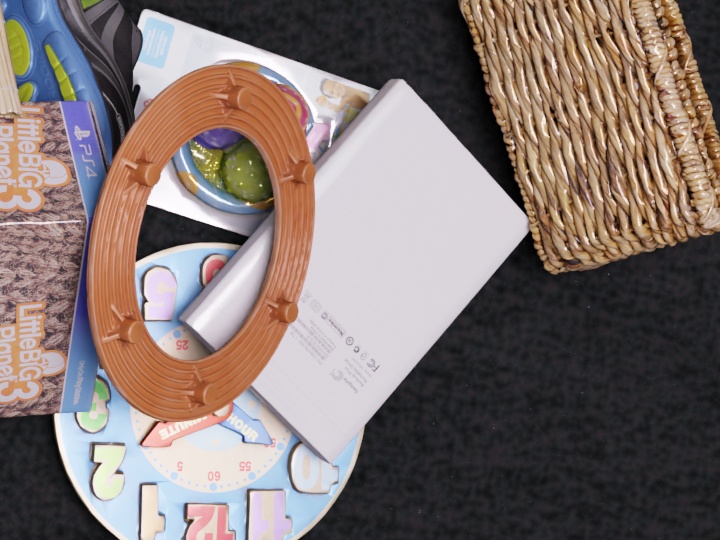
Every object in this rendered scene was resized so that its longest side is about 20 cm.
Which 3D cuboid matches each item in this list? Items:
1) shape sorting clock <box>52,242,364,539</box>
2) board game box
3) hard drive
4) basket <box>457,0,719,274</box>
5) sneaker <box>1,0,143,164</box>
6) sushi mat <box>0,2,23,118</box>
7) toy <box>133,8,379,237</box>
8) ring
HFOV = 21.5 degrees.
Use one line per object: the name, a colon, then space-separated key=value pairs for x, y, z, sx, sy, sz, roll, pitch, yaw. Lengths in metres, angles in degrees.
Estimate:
shape sorting clock: x=-0.090 y=0.083 z=1.172 sx=0.199 sy=0.039 sz=0.201 roll=0 pitch=90 yaw=-19
board game box: x=-0.244 y=-0.001 z=1.044 sx=0.199 sy=0.160 sz=0.097 roll=-3 pitch=47 yaw=-19
hard drive: x=0.000 y=0.000 z=1.170 sx=0.132 sy=0.027 sz=0.200 roll=46 pitch=77 yaw=-20
basket: x=0.179 y=-0.115 z=1.186 sx=0.142 sy=0.149 sz=0.201 roll=-16 pitch=87 yaw=-41
sneaker: x=-0.177 y=-0.152 z=1.131 sx=0.070 sy=0.083 sz=0.201 roll=-18 pitch=81 yaw=23
sushi mat: x=-0.247 y=-0.172 z=1.032 sx=0.095 sy=0.012 sz=0.201 roll=-8 pitch=74 yaw=-21
toy: x=-0.053 y=-0.078 z=1.179 sx=0.199 sy=0.047 sz=0.116 roll=18 pitch=83 yaw=-19
ring: x=-0.079 y=-0.013 z=1.051 sx=0.200 sy=0.019 sz=0.202 roll=-24 pitch=120 yaw=-51
